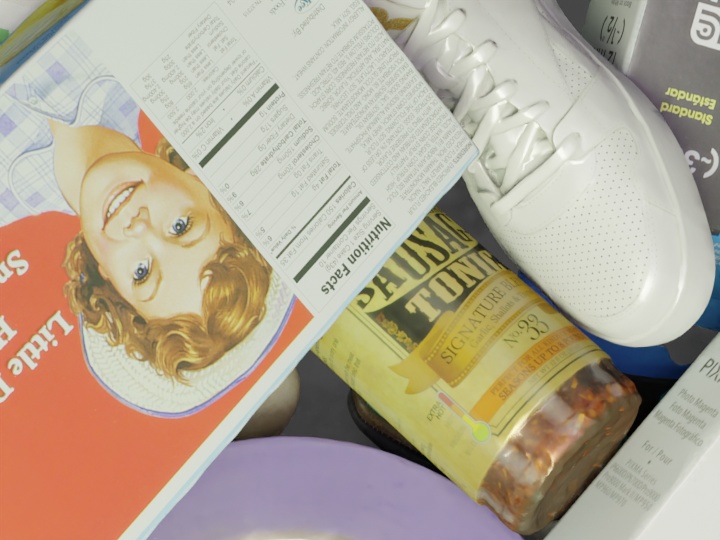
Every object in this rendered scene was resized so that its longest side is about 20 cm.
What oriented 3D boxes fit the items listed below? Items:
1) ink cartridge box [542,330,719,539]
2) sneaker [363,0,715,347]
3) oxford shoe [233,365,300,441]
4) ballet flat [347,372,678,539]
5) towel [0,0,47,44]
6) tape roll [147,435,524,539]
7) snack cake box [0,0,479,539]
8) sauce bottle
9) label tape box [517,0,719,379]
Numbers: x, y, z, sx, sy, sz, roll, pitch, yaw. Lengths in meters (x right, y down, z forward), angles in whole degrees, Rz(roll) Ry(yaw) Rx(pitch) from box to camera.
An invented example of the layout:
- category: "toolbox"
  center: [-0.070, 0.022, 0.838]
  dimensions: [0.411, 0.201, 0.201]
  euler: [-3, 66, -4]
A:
- category: "ink cartridge box"
  center: [0.176, 0.067, 0.737]
  dimensions: [0.162, 0.057, 0.200]
  euler: [41, 92, -26]
- category: "sneaker"
  center: [0.026, -0.060, 0.716]
  dimensions: [0.074, 0.115, 0.200]
  euler: [-43, 65, 30]
- category: "oxford shoe"
  center: [-0.091, 0.015, 0.728]
  dimensions: [0.200, 0.074, 0.071]
  euler: [23, 70, -34]
- category: "ballet flat"
  center: [0.092, 0.068, 0.791]
  dimensions: [0.199, 0.073, 0.073]
  euler: [2, 93, -7]
- category: "towel"
  center: [-0.108, -0.046, 0.665]
  dimensions: [0.152, 0.023, 0.201]
  euler: [9, 79, -31]
- category: "tape roll"
  center: [-0.024, 0.160, 0.736]
  dimensions: [0.199, 0.085, 0.201]
  euler: [1, 72, -3]
- category: "snack cake box"
  center: [-0.071, -0.007, 0.630]
  dimensions: [0.115, 0.067, 0.200]
  euler: [51, 60, -17]
- category: "sauce bottle"
  center: [0.000, 0.000, 0.739]
  dimensions: [0.200, 0.066, 0.066]
  euler: [40, 86, 17]
- category: "label tape box"
  center: [0.145, -0.044, 0.788]
  dimensions: [0.143, 0.066, 0.201]
  euler: [14, 95, -14]
